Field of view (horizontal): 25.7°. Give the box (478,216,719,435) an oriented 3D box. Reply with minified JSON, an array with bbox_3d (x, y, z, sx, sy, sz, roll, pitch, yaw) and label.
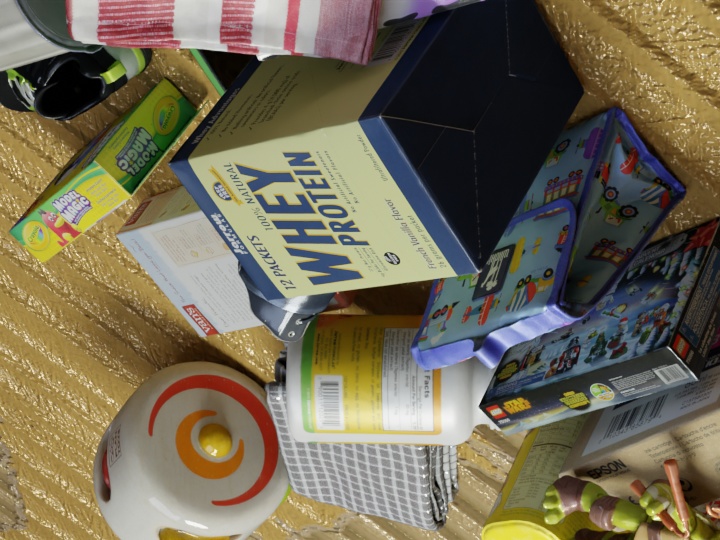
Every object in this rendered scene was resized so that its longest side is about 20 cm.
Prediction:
[{"bbox_3d":[0.191,0.045,1.204,0.040,0.137,0.200,45,140,-18],"label":"box"}]

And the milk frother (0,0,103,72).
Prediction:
[{"bbox_3d":[-0.326,-0.212,1.227,0.188,0.200,0.181,-9,124,40],"label":"milk frother"}]

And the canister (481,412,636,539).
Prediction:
[{"bbox_3d":[0.190,0.175,1.298,0.086,0.200,0.149,-17,122,44],"label":"canister"}]

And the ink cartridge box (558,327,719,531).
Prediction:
[{"bbox_3d":[0.261,0.094,1.186,0.075,0.165,0.200,43,141,-11],"label":"ink cartridge box"}]

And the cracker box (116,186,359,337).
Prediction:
[{"bbox_3d":[-0.105,-0.018,1.406,0.200,0.058,0.134,-12,125,42],"label":"cracker box"}]

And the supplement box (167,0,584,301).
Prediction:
[{"bbox_3d":[0.014,-0.101,1.111,0.199,0.200,0.134,-8,127,42],"label":"supplement box"}]

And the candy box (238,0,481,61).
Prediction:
[{"bbox_3d":[0.003,-0.240,0.994,0.199,0.072,0.168,-14,132,7],"label":"candy box"}]

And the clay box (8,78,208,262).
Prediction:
[{"bbox_3d":[-0.216,-0.089,1.357,0.048,0.115,0.200,43,141,-14],"label":"clay box"}]

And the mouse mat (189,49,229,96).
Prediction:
[{"bbox_3d":[-0.129,-0.174,1.206,0.200,0.008,0.161,58,177,-30],"label":"mouse mat"}]

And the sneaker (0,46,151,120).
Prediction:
[{"bbox_3d":[-0.262,-0.164,1.331,0.200,0.083,0.072,-12,125,42],"label":"sneaker"}]

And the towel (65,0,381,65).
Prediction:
[{"bbox_3d":[-0.083,-0.195,0.966,0.199,0.023,0.144,3,132,-3],"label":"towel"}]

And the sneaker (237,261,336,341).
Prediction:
[{"bbox_3d":[-0.001,-0.001,1.285,0.202,0.077,0.147,17,125,-10],"label":"sneaker"}]

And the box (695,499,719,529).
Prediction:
[{"bbox_3d":[0.295,0.194,1.247,0.110,0.200,0.035,-5,130,40],"label":"box"}]

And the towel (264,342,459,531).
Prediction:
[{"bbox_3d":[0.003,0.157,1.505,0.165,0.086,0.200,12,139,23],"label":"towel"}]

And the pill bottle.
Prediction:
[{"bbox_3d":[0.041,0.094,1.358,0.199,0.111,0.111,1,137,6],"label":"pill bottle"}]

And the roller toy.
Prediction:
[{"bbox_3d":[-0.167,0.192,1.578,0.182,0.200,0.140,47,142,3],"label":"roller toy"}]

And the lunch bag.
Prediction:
[{"bbox_3d":[0.125,-0.003,1.143,0.150,0.200,0.094,-21,119,46],"label":"lunch bag"}]

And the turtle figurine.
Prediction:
[{"bbox_3d":[0.212,0.185,1.132,0.161,0.065,0.200,4,140,43],"label":"turtle figurine"}]
